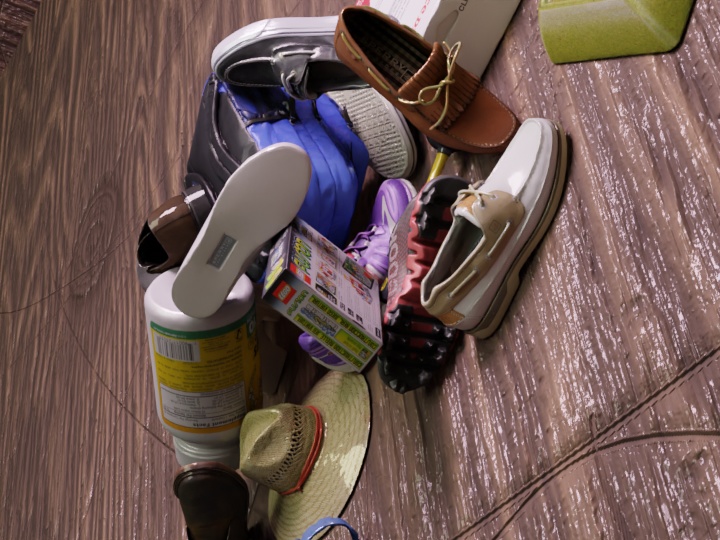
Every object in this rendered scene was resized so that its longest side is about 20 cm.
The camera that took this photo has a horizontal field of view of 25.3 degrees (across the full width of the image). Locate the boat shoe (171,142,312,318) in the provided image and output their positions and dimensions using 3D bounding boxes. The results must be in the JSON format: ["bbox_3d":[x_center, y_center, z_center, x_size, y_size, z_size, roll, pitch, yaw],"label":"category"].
[{"bbox_3d":[-0.110,-0.043,1.516,0.201,0.072,0.069,-60,8,22],"label":"boat shoe"}]

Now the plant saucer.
[{"bbox_3d":[0.227,-0.285,1.381,0.200,0.048,0.202,8,78,65],"label":"plant saucer"}]

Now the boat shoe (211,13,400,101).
[{"bbox_3d":[-0.054,-0.203,1.567,0.198,0.072,0.072,-8,61,17],"label":"boat shoe"}]

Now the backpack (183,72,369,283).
[{"bbox_3d":[-0.075,-0.098,1.644,0.163,0.166,0.201,102,150,-42],"label":"backpack"}]

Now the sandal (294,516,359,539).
[{"bbox_3d":[-0.056,0.289,1.485,0.199,0.079,0.088,-30,40,42],"label":"sandal"}]

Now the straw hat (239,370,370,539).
[{"bbox_3d":[-0.077,0.176,1.595,0.201,0.084,0.202,-46,32,41],"label":"straw hat"}]

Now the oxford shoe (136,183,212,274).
[{"bbox_3d":[-0.196,-0.027,1.664,0.073,0.084,0.200,61,167,17],"label":"oxford shoe"}]

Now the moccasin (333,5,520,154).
[{"bbox_3d":[0.062,-0.180,1.483,0.074,0.201,0.078,-46,-12,-9],"label":"moccasin"}]

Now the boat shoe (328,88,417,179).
[{"bbox_3d":[0.020,-0.169,1.700,0.075,0.062,0.201,-63,39,31],"label":"boat shoe"}]

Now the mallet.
[{"bbox_3d":[0.063,-0.064,1.529,0.202,0.041,0.066,-70,14,-13],"label":"mallet"}]

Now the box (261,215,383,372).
[{"bbox_3d":[-0.033,0.016,1.449,0.035,0.110,0.200,-50,10,12],"label":"box"}]

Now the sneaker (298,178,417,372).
[{"bbox_3d":[0.000,0.000,1.579,0.080,0.083,0.202,15,82,65],"label":"sneaker"}]

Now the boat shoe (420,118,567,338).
[{"bbox_3d":[0.116,-0.044,1.391,0.075,0.068,0.202,20,89,65],"label":"boat shoe"}]

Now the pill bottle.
[{"bbox_3d":[-0.156,0.104,1.636,0.113,0.112,0.202,-117,21,-59],"label":"pill bottle"}]

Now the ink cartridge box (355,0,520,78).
[{"bbox_3d":[0.070,-0.263,1.643,0.145,0.083,0.200,-62,25,13],"label":"ink cartridge box"}]

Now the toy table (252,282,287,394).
[{"bbox_3d":[-0.121,0.033,1.761,0.202,0.116,0.184,-67,24,2],"label":"toy table"}]

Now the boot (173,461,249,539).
[{"bbox_3d":[-0.143,0.269,1.608,0.201,0.074,0.098,78,-177,-57],"label":"boot"}]

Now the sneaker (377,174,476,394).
[{"bbox_3d":[0.057,0.012,1.471,0.098,0.070,0.203,-163,86,-78],"label":"sneaker"}]

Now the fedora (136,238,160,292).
[{"bbox_3d":[-0.204,-0.012,1.881,0.178,0.090,0.200,-67,-20,-8],"label":"fedora"}]
